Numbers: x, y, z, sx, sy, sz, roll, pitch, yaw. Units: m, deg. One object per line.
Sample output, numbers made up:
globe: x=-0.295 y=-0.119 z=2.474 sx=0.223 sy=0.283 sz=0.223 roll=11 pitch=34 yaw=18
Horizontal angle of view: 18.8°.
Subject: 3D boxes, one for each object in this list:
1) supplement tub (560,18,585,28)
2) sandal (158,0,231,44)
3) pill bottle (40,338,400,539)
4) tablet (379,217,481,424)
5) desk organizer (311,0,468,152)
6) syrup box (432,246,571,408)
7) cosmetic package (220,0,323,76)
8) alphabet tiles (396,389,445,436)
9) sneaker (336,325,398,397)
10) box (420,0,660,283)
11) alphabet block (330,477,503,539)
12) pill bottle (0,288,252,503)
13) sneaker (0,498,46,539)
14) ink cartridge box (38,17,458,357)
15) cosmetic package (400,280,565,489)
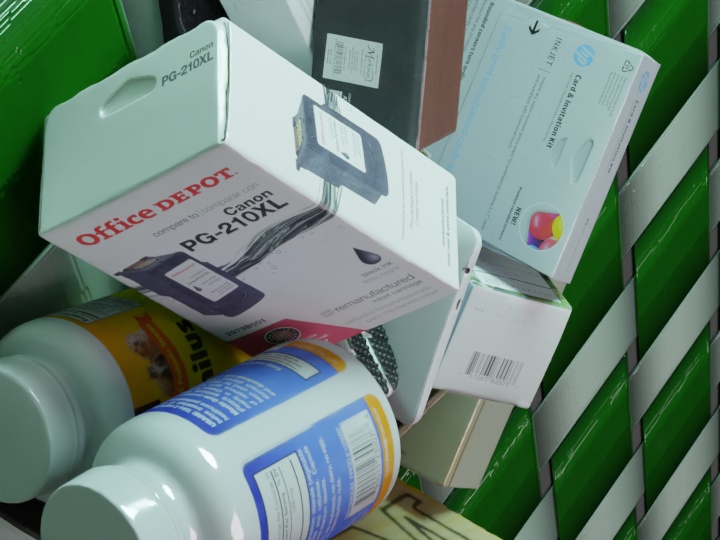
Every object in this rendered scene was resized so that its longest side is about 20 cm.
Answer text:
supplement tub: x=0.113 y=-0.111 z=1.558 sx=0.200 sy=0.106 sz=0.108 roll=-41 pitch=148 yaw=-62
sandal: x=-0.095 y=-0.104 z=1.304 sx=0.075 sy=0.045 sz=0.202 roll=-43 pitch=132 yaw=-47
pill bottle: x=-0.077 y=0.119 z=1.191 sx=0.199 sy=0.112 sz=0.113 roll=-25 pitch=134 yaw=-47
tablet: x=0.000 y=0.000 z=1.396 sx=0.014 sy=0.200 sz=0.131 roll=9 pitch=107 yaw=-38
desk organizer: x=0.022 y=-0.174 z=1.267 sx=0.077 sy=0.071 sz=0.202 roll=-32 pitch=130 yaw=-64
syrup box: x=0.064 y=0.006 z=1.495 sx=0.078 sy=0.200 sz=0.082 roll=14 pitch=111 yaw=-24
cosmetic package: x=-0.022 y=-0.189 z=1.312 sx=0.200 sy=0.051 sz=0.152 roll=61 pitch=43 yaw=-59
alphabet tiles: x=0.003 y=0.116 z=1.556 sx=0.200 sy=0.006 sz=0.166 roll=-44 pitch=-171 yaw=-9
sneaker: x=-0.044 y=0.006 z=1.367 sx=0.080 sy=0.201 sz=0.074 roll=-32 pitch=146 yaw=23
box: x=0.078 y=-0.103 z=1.435 sx=0.041 sy=0.199 sz=0.157 roll=13 pitch=100 yaw=-63
alphabet block: x=0.006 y=0.293 z=1.641 sx=0.199 sy=0.196 sz=0.197 roll=-21 pitch=135 yaw=-55
pill bottle: x=-0.145 y=0.071 z=1.274 sx=0.199 sy=0.109 sz=0.110 roll=-20 pitch=130 yaw=-55
sneaker: x=-0.178 y=0.215 z=1.272 sx=0.121 sy=0.199 sz=0.084 roll=-53 pitch=179 yaw=20
ink cartridge box: x=-0.061 y=-0.037 z=1.212 sx=0.199 sy=0.144 sz=0.085 roll=32 pitch=46 yaw=-41
cosmetic package: x=0.077 y=0.057 z=1.681 sx=0.073 sy=0.103 sz=0.202 roll=13 pitch=100 yaw=-62
